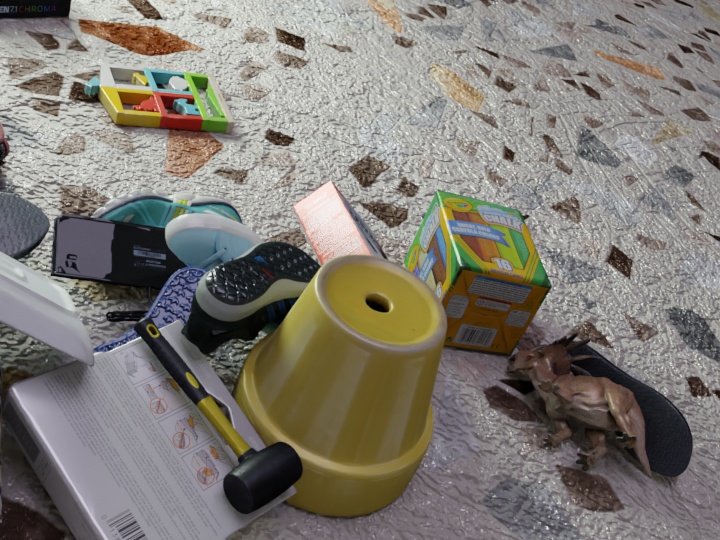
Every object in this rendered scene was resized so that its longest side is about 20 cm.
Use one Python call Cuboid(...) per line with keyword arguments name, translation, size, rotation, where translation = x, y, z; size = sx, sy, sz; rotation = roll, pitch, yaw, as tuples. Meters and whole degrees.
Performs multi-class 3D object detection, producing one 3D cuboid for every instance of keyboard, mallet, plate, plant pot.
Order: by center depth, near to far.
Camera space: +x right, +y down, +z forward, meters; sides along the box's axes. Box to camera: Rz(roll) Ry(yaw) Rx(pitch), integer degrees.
Cuboid(name="mallet", translation=(-0.138, 0.123, 0.773), size=(0.200, 0.041, 0.066), rotation=(43, 43, 10))
Cuboid(name="plate", translation=(-0.322, 0.004, 0.776), size=(0.199, 0.032, 0.200), rotation=(32, -5, -24))
Cuboid(name="plant pot", translation=(-0.010, 0.096, 0.856), size=(0.200, 0.190, 0.201), rotation=(15, 35, -11))
Cuboid(name="keyboard", translation=(-0.227, 0.009, 0.956), size=(0.199, 0.021, 0.128), rotation=(8, 58, -27))

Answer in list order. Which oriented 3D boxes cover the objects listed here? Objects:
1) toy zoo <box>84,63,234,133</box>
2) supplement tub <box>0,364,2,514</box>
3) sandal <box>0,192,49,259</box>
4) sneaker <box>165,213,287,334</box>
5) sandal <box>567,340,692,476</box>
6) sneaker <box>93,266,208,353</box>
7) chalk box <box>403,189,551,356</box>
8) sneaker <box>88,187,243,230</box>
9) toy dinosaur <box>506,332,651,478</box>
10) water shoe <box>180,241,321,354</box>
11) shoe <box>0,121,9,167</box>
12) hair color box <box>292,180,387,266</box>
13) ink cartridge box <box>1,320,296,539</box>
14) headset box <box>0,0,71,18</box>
Cuboid(name="toy zoo", translation=(-0.291, -0.248, 1.280), size=(0.199, 0.021, 0.132), rotation=(-1, 42, -29))
Cuboid(name="supplement tub", translation=(-0.348, 0.116, 0.678), size=(0.144, 0.145, 0.201), rotation=(4, 40, -25))
Cuboid(name="sandal", translation=(-0.406, -0.018, 0.888), size=(0.200, 0.043, 0.076), rotation=(-33, 84, -38))
Cuboid(name="sneaker", translation=(-0.121, 0.014, 0.946), size=(0.200, 0.074, 0.082), rotation=(34, 31, -35))
Cuboid(name="sandal", translation=(0.314, 0.156, 1.063), size=(0.200, 0.076, 0.043), rotation=(47, 16, 28))
Cuboid(name="sneaker", translation=(-0.208, 0.086, 0.870), size=(0.070, 0.078, 0.200), rotation=(35, 59, 11))
Cuboid(name="chalk box", translation=(0.137, -0.012, 1.128), size=(0.124, 0.124, 0.201), rotation=(10, 38, -18))
Cuboid(name="sneaker", translation=(-0.218, -0.045, 1.021), size=(0.199, 0.078, 0.080), rotation=(-7, 55, -35))
Cuboid(name="toy dinosaur", translation=(0.263, 0.145, 1.027), size=(0.199, 0.086, 0.136), rotation=(30, 38, 9))
Cuboid(name="water shoe", translation=(-0.106, 0.025, 0.887), size=(0.071, 0.079, 0.200), rotation=(43, 25, 16))
Cuboid(name="shoe", translation=(-0.432, -0.123, 0.999), size=(0.091, 0.072, 0.200), rotation=(-16, 46, -34))
Cuboid(name="hair color box", translation=(0.000, 0.000, 1.045), size=(0.111, 0.064, 0.201), rotation=(49, 11, -49))
Cuboid(name="ink cartridge box", translation=(-0.178, 0.157, 0.769), size=(0.176, 0.045, 0.200), rotation=(-22, 69, -46))
Cuboid(name="headset box", translation=(-0.508, -0.481, 1.306), size=(0.174, 0.201, 0.093), rotation=(-16, 50, -42))
